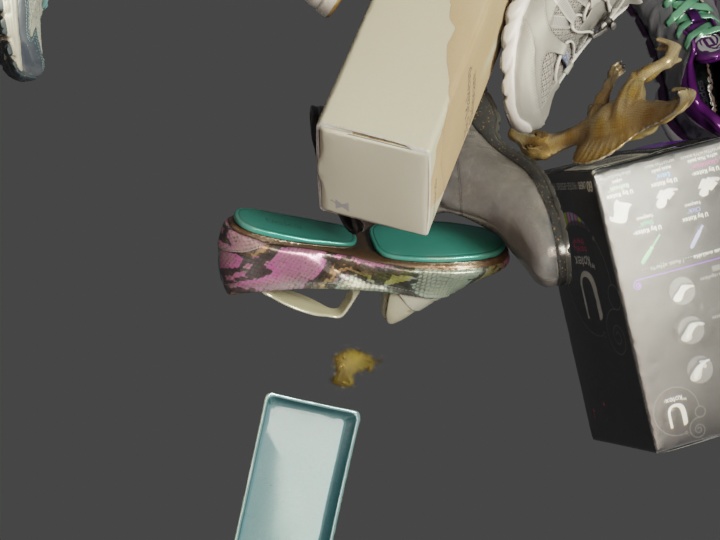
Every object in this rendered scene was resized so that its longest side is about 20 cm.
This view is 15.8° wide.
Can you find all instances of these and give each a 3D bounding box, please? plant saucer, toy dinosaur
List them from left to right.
[{"bbox_3d":[-0.055,0.188,1.781,0.070,0.019,0.200,13,86,-16],"label":"plant saucer"},{"bbox_3d":[0.188,-0.107,1.766,0.101,0.200,0.058,-47,108,-30],"label":"toy dinosaur"}]

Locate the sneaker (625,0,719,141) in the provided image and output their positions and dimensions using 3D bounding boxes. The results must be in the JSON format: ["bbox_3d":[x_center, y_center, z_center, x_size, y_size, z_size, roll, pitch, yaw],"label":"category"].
[{"bbox_3d":[0.233,-0.182,1.821,0.074,0.088,0.200,-23,97,-14],"label":"sneaker"}]

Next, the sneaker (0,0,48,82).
[{"bbox_3d":[-0.211,-0.225,1.702,0.086,0.078,0.200,-4,92,-19],"label":"sneaker"}]

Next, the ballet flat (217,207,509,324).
[{"bbox_3d":[0.000,0.000,1.774,0.200,0.069,0.071,4,115,-9],"label":"ballet flat"}]

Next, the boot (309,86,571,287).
[{"bbox_3d":[0.050,-0.047,1.745,0.132,0.200,0.070,-19,139,-16],"label":"boot"}]

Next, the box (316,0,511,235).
[{"bbox_3d":[0.038,-0.131,1.713,0.078,0.095,0.200,15,56,11],"label":"box"}]

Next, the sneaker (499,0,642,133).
[{"bbox_3d":[0.150,-0.187,1.776,0.082,0.075,0.200,18,84,11],"label":"sneaker"}]

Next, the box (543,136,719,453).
[{"bbox_3d":[0.206,0.016,1.798,0.106,0.122,0.200,-15,94,-15],"label":"box"}]

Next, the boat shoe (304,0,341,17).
[{"bbox_3d":[-0.020,-0.272,1.761,0.069,0.071,0.200,16,78,-14],"label":"boat shoe"}]
